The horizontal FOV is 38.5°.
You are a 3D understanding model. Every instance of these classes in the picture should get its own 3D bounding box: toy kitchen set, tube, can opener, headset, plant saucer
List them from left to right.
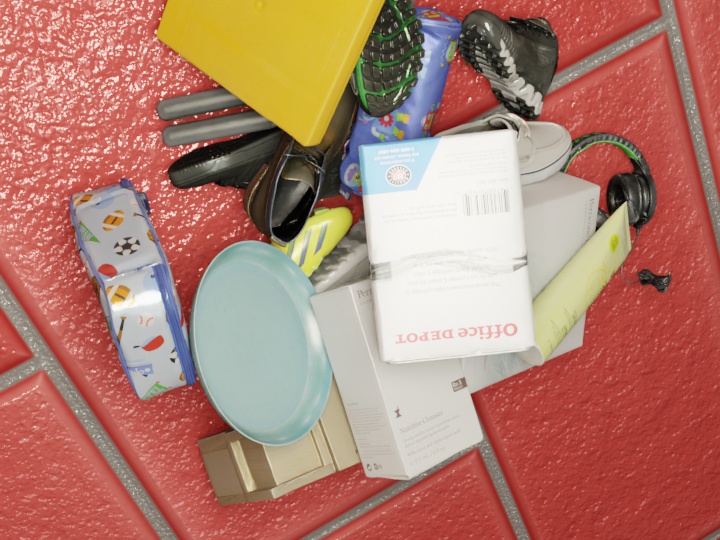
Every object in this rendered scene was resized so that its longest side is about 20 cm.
[{"bbox_3d":[-0.102,-0.165,1.041,0.199,0.067,0.054,-11,98,-2],"label":"can opener"},{"bbox_3d":[-0.098,0.072,1.005,0.027,0.201,0.200,-16,128,34],"label":"plant saucer"},{"bbox_3d":[-0.069,0.146,1.156,0.199,0.180,0.164,-18,85,-30],"label":"toy kitchen set"},{"bbox_3d":[0.233,0.015,1.102,0.052,0.058,0.200,45,67,-1],"label":"tube"},{"bbox_3d":[0.303,-0.065,1.215,0.123,0.094,0.201,-32,109,-5],"label":"headset"}]

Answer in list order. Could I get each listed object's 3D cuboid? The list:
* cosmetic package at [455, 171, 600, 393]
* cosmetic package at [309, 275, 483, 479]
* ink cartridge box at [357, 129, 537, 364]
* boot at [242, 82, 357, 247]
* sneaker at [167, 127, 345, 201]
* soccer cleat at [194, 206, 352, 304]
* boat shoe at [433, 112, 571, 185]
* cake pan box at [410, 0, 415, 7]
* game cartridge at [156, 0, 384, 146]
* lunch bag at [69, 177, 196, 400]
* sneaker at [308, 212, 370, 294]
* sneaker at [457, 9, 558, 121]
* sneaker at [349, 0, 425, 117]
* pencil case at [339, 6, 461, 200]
[{"bbox_3d":[0.149,0.003,1.140,0.199,0.123,0.200,-18,120,-36],"label":"cosmetic package"},{"bbox_3d":[0.037,0.100,1.064,0.113,0.081,0.201,-20,94,-35],"label":"cosmetic package"},{"bbox_3d":[0.079,-0.023,0.965,0.144,0.084,0.201,-6,93,0],"label":"ink cartridge box"},{"bbox_3d":[-0.043,-0.114,0.984,0.074,0.097,0.201,21,107,-23],"label":"boot"},{"bbox_3d":[-0.091,-0.095,1.069,0.199,0.060,0.105,-24,116,-15],"label":"sneaker"},{"bbox_3d":[-0.083,0.007,1.099,0.200,0.084,0.065,-35,165,3],"label":"soccer cleat"},{"bbox_3d":[0.149,-0.134,1.094,0.199,0.072,0.066,-13,142,-25],"label":"boat shoe"},{"bbox_3d":[-0.036,-0.302,1.005,0.199,0.052,0.185,4,113,-23],"label":"cake pan box"},{"bbox_3d":[-0.081,-0.238,0.924,0.032,0.200,0.177,-24,147,-56],"label":"game cartridge"},{"bbox_3d":[-0.216,0.017,0.992,0.075,0.200,0.161,-19,136,-10],"label":"lunch bag"},{"bbox_3d":[0.000,0.000,1.137,0.200,0.075,0.082,-37,120,-3],"label":"sneaker"},{"bbox_3d":[0.160,-0.235,1.075,0.091,0.066,0.200,-60,150,-2],"label":"sneaker"},{"bbox_3d":[0.001,-0.241,0.953,0.078,0.085,0.201,-13,96,-37],"label":"sneaker"},{"bbox_3d":[0.036,-0.164,1.026,0.078,0.087,0.201,-25,136,-61],"label":"pencil case"}]
